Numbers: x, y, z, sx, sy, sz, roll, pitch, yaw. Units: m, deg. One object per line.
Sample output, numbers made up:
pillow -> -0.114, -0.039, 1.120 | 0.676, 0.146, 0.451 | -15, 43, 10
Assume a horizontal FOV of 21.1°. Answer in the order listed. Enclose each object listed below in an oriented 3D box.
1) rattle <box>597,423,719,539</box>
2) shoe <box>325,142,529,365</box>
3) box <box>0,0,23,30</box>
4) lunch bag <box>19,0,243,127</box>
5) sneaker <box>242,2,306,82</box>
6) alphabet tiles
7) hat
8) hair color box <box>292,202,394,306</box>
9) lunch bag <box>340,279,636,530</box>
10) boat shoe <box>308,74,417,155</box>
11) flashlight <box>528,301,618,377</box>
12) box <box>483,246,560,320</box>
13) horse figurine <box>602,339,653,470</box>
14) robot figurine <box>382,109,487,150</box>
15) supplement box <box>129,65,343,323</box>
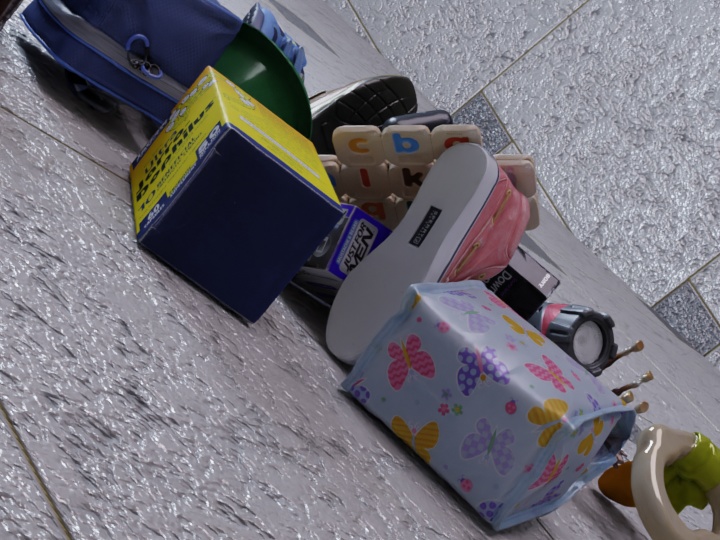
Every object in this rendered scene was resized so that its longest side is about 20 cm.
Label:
rattle -> 0.260, 0.246, 1.688 | 0.130, 0.142, 0.201 | 30, 47, -47
shoe -> 0.058, 0.002, 1.524 | 0.071, 0.201, 0.091 | 30, -7, 41
box -> -0.329, -0.317, 1.563 | 0.164, 0.166, 0.200 | 34, 12, -26
lunch bag -> -0.199, -0.203, 1.642 | 0.136, 0.133, 0.200 | 30, 8, -28
sneaker -> -0.089, -0.203, 1.845 | 0.082, 0.074, 0.200 | 40, 6, -2
alphabet tiles -> 0.048, -0.064, 1.596 | 0.196, 0.199, 0.015 | 74, 19, -58
hat -> -0.152, -0.118, 1.700 | 0.165, 0.200, 0.176 | 34, 49, 12
hair color box -> 0.020, 0.011, 1.612 | 0.200, 0.065, 0.109 | 31, -12, -36
lunch bag -> 0.107, 0.100, 1.470 | 0.169, 0.127, 0.200 | 41, 19, 18
boat shoe -> -0.035, -0.153, 1.966 | 0.074, 0.199, 0.076 | 24, -49, 50
flashlight -> 0.157, 0.059, 1.835 | 0.200, 0.067, 0.068 | 6, -67, 55
box -> 0.069, -0.006, 1.782 | 0.200, 0.143, 0.036 | 39, 44, 2
horse figurine -> 0.203, 0.132, 1.766 | 0.050, 0.132, 0.200 | 55, 20, -11
robot figurine -> 0.066, -0.064, 1.902 | 0.199, 0.125, 0.151 | -8, 60, -30
supplement box -> -0.098, -0.062, 1.457 | 0.109, 0.109, 0.200 | 37, 9, -18
